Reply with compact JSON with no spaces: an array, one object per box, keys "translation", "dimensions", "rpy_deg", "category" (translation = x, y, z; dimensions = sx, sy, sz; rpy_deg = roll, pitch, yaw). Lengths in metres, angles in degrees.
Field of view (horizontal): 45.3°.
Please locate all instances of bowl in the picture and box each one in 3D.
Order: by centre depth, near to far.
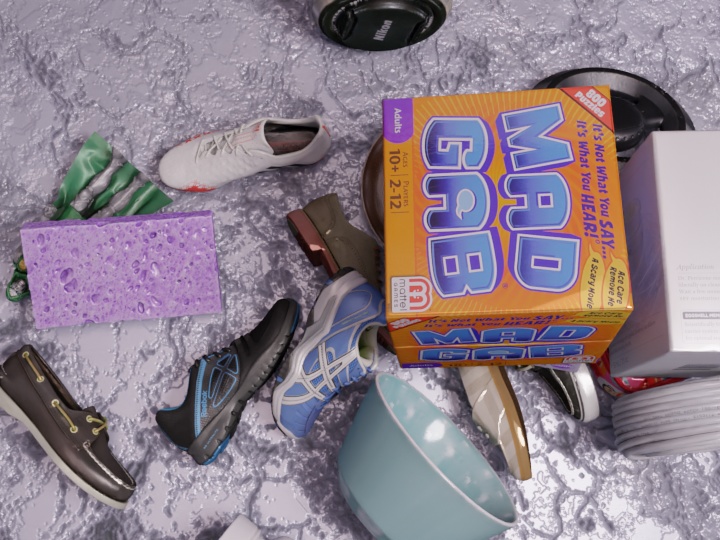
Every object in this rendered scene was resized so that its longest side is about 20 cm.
[{"translation":[0.053,0.211,0.872],"dimensions":[0.201,0.201,0.105],"rpy_deg":[45,98,5],"category":"bowl"}]

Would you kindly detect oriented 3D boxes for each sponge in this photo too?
[{"translation":[-0.252,-0.002,0.926],"dimensions":[0.198,0.030,0.113],"rpy_deg":[-5,109,-10],"category":"sponge"}]

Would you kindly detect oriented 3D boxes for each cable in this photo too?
[{"translation":[0.360,0.148,0.886],"dimensions":[0.198,0.200,0.070],"rpy_deg":[-7,74,-2],"category":"cable"}]

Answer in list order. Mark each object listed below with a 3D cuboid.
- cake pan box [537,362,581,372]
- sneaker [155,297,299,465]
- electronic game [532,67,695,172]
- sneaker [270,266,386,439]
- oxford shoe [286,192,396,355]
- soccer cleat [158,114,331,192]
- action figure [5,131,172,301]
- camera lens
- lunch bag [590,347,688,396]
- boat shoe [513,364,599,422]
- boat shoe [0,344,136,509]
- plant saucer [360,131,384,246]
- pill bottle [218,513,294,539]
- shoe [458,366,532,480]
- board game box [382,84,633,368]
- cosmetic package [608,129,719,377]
[{"translation":[0.155,0.001,0.923],"dimensions":[0.198,0.052,0.186],"rpy_deg":[10,76,10],"category":"cake pan box"},{"translation":[-0.138,0.105,0.924],"dimensions":[0.082,0.073,0.201],"rpy_deg":[34,78,5],"category":"sneaker"},{"translation":[0.285,-0.167,0.990],"dimensions":[0.198,0.042,0.201],"rpy_deg":[2,50,-2],"category":"electronic game"},{"translation":[-0.031,0.099,0.894],"dimensions":[0.077,0.076,0.201],"rpy_deg":[32,114,19],"category":"sneaker"},{"translation":[0.000,0.000,0.956],"dimensions":[0.074,0.071,0.201],"rpy_deg":[-34,83,-12],"category":"oxford shoe"},{"translation":[-0.130,-0.136,0.965],"dimensions":[0.198,0.085,0.069],"rpy_deg":[-10,80,-6],"category":"soccer cleat"},{"translation":[-0.317,-0.043,0.953],"dimensions":[0.118,0.055,0.200],"rpy_deg":[40,83,1],"category":"action figure"},{"translation":[0.020,-0.366,0.983],"dimensions":[0.158,0.160,0.202],"rpy_deg":[-2,79,-5],"category":"camera lens"},{"translation":[0.303,0.035,0.969],"dimensions":[0.175,0.082,0.202],"rpy_deg":[-20,78,-4],"category":"lunch bag"},{"translation":[0.192,0.083,0.958],"dimensions":[0.063,0.071,0.201],"rpy_deg":[-25,74,-9],"category":"boat shoe"},{"translation":[-0.303,0.162,0.901],"dimensions":[0.201,0.072,0.061],"rpy_deg":[42,83,7],"category":"boat shoe"},{"translation":[0.098,-0.091,1.000],"dimensions":[0.198,0.032,0.202],"rpy_deg":[1,79,-3],"category":"plant saucer"},{"translation":[-0.072,0.340,0.863],"dimensions":[0.200,0.111,0.111],"rpy_deg":[39,79,4],"category":"pill bottle"},{"translation":[0.139,0.134,0.945],"dimensions":[0.053,0.070,0.202],"rpy_deg":[-20,72,12],"category":"shoe"},{"translation":[0.126,-0.029,0.805],"dimensions":[0.198,0.200,0.202],"rpy_deg":[-2,71,6],"category":"board game box"},{"translation":[0.315,-0.007,0.834],"dimensions":[0.122,0.199,0.202],"rpy_deg":[1,77,2],"category":"cosmetic package"}]
